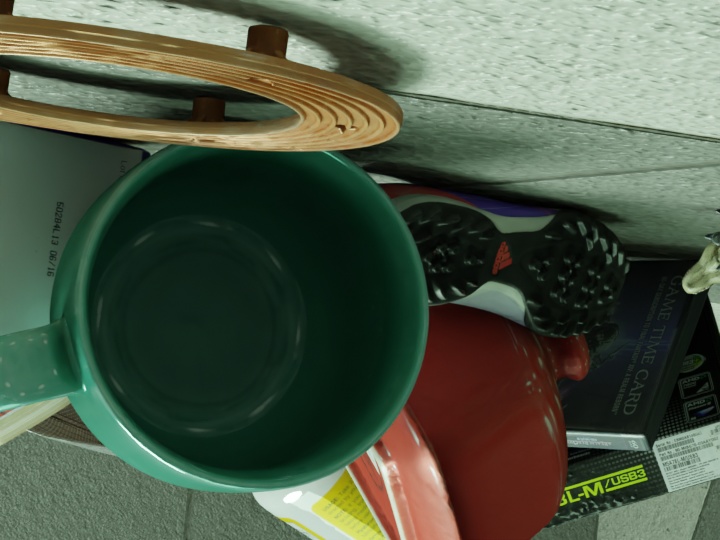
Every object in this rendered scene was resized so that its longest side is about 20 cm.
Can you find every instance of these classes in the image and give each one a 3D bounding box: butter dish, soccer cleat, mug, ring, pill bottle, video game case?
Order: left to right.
[{"bbox_3d":[-0.083,-0.066,0.580,0.199,0.019,0.200,7,176,0],"label":"ring"},{"bbox_3d":[-0.074,0.016,0.752,0.184,0.153,0.114,20,168,-16],"label":"mug"},{"bbox_3d":[-0.006,0.134,1.167,0.200,0.112,0.111,36,162,-26],"label":"pill bottle"},{"bbox_3d":[0.059,0.068,0.961,0.147,0.200,0.200,-25,138,-8],"label":"butter dish"},{"bbox_3d":[0.060,-0.011,0.879,0.199,0.069,0.073,8,-165,-44],"label":"soccer cleat"},{"bbox_3d":[0.108,0.049,1.075,0.199,0.143,0.019,0,135,32],"label":"video game case"}]

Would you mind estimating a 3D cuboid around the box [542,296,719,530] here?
[{"bbox_3d":[0.141,0.089,1.101,0.199,0.048,0.194,-18,-155,13],"label":"box"}]

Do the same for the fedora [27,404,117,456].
[{"bbox_3d":[-0.186,0.045,1.092,0.176,0.091,0.200,28,-179,29],"label":"fedora"}]

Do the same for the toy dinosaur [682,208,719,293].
[{"bbox_3d":[0.211,-0.008,0.759,0.088,0.048,0.199,-10,-173,-43],"label":"toy dinosaur"}]

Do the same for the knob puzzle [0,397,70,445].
[{"bbox_3d":[-0.207,0.040,0.942,0.219,0.220,0.031,1,134,46],"label":"knob puzzle"}]

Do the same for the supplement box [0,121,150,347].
[{"bbox_3d":[-0.205,-0.016,0.851,0.103,0.102,0.199,10,174,-41],"label":"supplement box"}]
